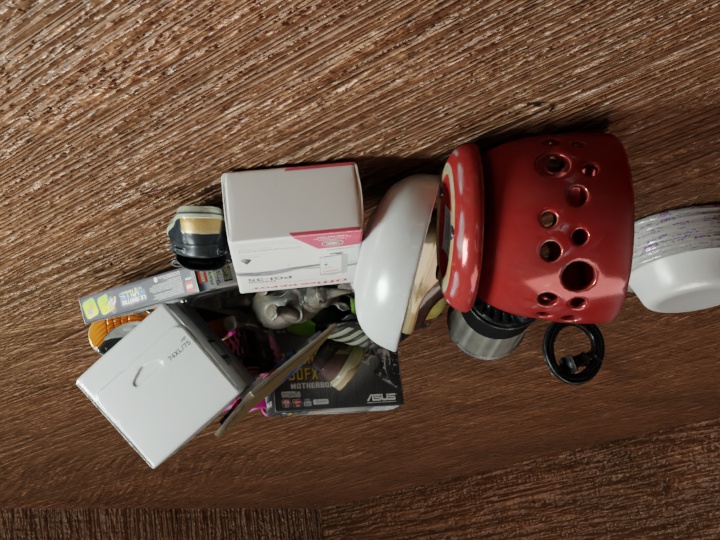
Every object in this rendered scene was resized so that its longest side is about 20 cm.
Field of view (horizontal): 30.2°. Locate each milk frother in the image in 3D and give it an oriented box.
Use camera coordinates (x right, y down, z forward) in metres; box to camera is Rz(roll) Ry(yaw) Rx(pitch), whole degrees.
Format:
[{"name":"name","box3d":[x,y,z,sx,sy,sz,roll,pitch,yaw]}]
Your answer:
[{"name":"milk frother","box3d":[0.225,0.081,1.831,0.180,0.200,0.188,-10,164,-5]}]

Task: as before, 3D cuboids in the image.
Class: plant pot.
[{"name":"plant pot","box3d":[0.177,-0.047,1.394,0.182,0.201,0.200,3,163,-4]}]

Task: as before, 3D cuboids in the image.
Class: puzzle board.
[{"name":"puzzle board","box3d":[-0.114,0.142,1.734,0.151,0.017,0.200,-39,176,-28]}]

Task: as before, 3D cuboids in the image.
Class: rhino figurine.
[{"name":"rhino figurine","box3d":[-0.086,0.037,1.630,0.200,0.060,0.087,-13,170,40]}]

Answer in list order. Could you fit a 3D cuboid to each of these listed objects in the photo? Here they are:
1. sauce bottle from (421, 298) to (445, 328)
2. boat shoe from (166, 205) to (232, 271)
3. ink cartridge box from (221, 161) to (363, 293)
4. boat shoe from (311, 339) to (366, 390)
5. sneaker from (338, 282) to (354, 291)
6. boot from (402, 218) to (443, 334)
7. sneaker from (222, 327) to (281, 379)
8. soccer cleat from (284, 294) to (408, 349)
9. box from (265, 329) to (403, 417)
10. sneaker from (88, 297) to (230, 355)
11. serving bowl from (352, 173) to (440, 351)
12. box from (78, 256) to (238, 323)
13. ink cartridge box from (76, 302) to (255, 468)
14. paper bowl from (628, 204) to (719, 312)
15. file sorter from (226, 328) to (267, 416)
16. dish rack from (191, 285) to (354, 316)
[{"name":"sauce bottle","box3d":[0.088,0.037,1.862,0.066,0.066,0.200,-6,165,-4]},{"name":"boat shoe","box3d":[-0.182,-0.028,1.505,0.075,0.062,0.200,0,173,-7]},{"name":"ink cartridge box","box3d":[-0.072,-0.044,1.483,0.146,0.083,0.200,-6,164,-3]},{"name":"boat shoe","box3d":[-0.025,0.085,1.845,0.065,0.200,0.072,36,122,-13]},{"name":"sneaker","box3d":[0.000,0.000,1.712,0.081,0.075,0.200,7,172,25]},{"name":"boot","box3d":[0.132,0.004,1.675,0.166,0.072,0.200,-7,141,-16]},{"name":"sneaker","box3d":[-0.163,0.113,1.825,0.095,0.079,0.200,-3,157,-14]},{"name":"soccer cleat","box3d":[-0.007,0.063,1.756,0.200,0.068,0.081,6,157,-29]},{"name":"box","box3d":[-0.043,0.129,1.950,0.200,0.159,0.048,0,165,-20]},{"name":"sneaker","box3d":[-0.279,0.071,1.843,0.200,0.076,0.092,-5,-175,-17]},{"name":"serving bowl","box3d":[0.034,-0.015,1.466,0.066,0.200,0.200,15,164,3]},{"name":"box","box3d":[-0.241,0.023,1.661,0.200,0.035,0.110,-15,179,34]},{"name":"ink cartridge box","box3d":[-0.240,0.140,1.686,0.147,0.146,0.200,-41,178,0]},{"name":"paper bowl","box3d":[0.440,-0.009,1.780,0.200,0.104,0.201,-6,162,-2]},{"name":"file sorter","box3d":[-0.127,0.148,2.021,0.200,0.139,0.125,3,164,-31]},{"name":"dish rack","box3d":[-0.108,0.022,1.766,0.172,0.044,0.200,-16,161,32]}]
